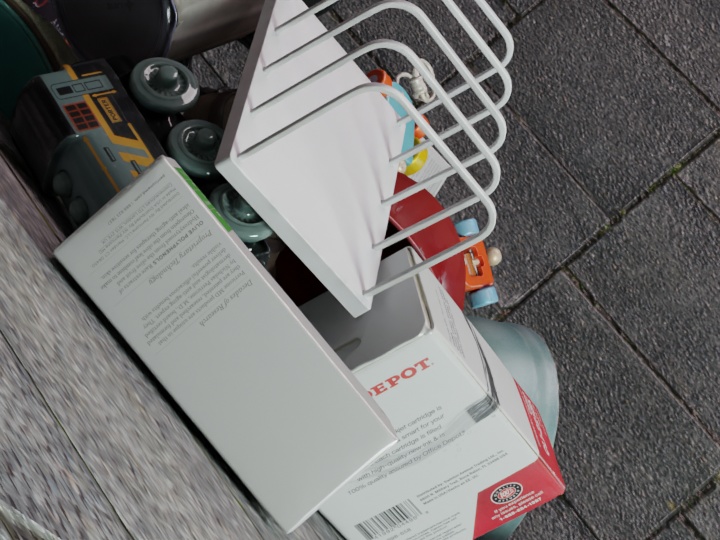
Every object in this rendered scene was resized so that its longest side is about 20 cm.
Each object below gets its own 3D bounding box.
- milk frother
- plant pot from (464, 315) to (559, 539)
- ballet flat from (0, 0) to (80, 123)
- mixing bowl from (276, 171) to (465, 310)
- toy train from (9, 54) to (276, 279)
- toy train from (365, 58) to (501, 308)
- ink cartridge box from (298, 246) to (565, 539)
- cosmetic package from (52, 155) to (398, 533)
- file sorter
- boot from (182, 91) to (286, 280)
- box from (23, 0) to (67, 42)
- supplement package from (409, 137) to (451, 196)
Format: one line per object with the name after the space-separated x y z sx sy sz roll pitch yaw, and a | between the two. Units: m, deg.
-0.120 -0.169 1.391 0.179 0.188 0.202 2 -70 42 | milk frother
0.048 0.122 1.613 0.133 0.202 0.200 19 15 -26 | plant pot
-0.203 -0.111 1.355 0.201 0.067 0.062 58 28 -8 | ballet flat
0.000 0.000 1.428 0.201 0.200 0.108 50 42 -1 | mixing bowl
-0.134 -0.051 1.237 0.201 0.113 0.085 57 -37 24 | toy train
0.040 -0.059 1.546 0.150 0.055 0.202 -17 89 -63 | toy train
0.025 0.098 1.320 0.200 0.144 0.084 50 17 -42 | ink cartridge box
-0.074 0.039 1.107 0.200 0.085 0.108 49 -1 -4 | cosmetic package
0.014 -0.104 1.254 0.139 0.124 0.201 48 31 -27 | file sorter
-0.076 -0.018 1.325 0.146 0.070 0.201 -29 -96 62 | boot
-0.302 -0.246 1.505 0.136 0.038 0.200 20 -22 42 | box
-0.053 -0.058 1.632 0.111 0.156 0.199 44 -22 -28 | supplement package
